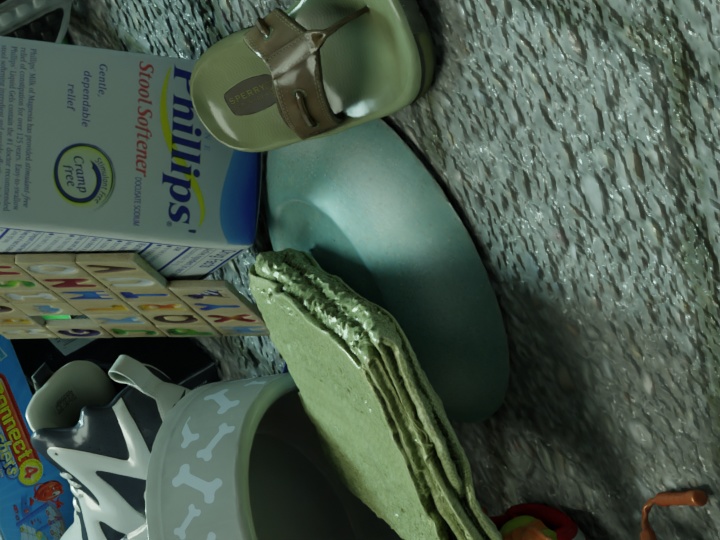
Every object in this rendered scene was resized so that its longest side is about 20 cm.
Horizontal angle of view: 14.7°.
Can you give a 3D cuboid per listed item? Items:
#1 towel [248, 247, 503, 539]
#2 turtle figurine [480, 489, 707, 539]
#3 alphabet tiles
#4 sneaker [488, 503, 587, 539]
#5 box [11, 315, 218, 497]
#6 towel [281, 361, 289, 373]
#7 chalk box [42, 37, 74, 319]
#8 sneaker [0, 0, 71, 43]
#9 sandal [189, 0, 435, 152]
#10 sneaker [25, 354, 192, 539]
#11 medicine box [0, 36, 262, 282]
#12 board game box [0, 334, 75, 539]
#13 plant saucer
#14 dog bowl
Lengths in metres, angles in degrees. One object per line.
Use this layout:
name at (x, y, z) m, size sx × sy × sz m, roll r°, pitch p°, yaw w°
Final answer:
towel at (0.007, 0.069, 1.388) m, size 0.149 × 0.036 × 0.200 m, roll 67°, pitch 166°, yaw -20°
turtle figurine at (0.098, 0.184, 1.346) m, size 0.200 × 0.064 × 0.162 m, roll -21°, pitch 80°, yaw 43°
alphabet tiles at (-0.147, 0.016, 1.556) m, size 0.200 × 0.167 × 0.008 m, roll 50°, pitch -139°, yaw -74°
sneaker at (0.088, 0.188, 1.476) m, size 0.116 × 0.078 × 0.200 m, roll 62°, pitch 146°, yaw 16°
box at (-0.182, 0.094, 1.846) m, size 0.200 × 0.104 × 0.182 m, roll 41°, pitch 149°, yaw 37°
towel at (-0.057, 0.162, 1.609) m, size 0.024 × 0.200 × 0.147 m, roll 13°, pitch 144°, yaw 4°
chalk box at (-0.222, -0.059, 1.724) m, size 0.200 × 0.124 × 0.124 m, roll 63°, pitch 156°, yaw -11°
sneaker at (-0.226, -0.214, 1.628) m, size 0.081 × 0.075 × 0.200 m, roll -142°, pitch 30°, yaw -68°
sandal at (-0.030, -0.095, 1.353) m, size 0.201 × 0.057 × 0.080 m, roll -28°, pitch 92°, yaw 54°
sneaker at (-0.158, 0.111, 1.672) m, size 0.130 × 0.080 × 0.199 m, roll 41°, pitch 143°, yaw -11°
medicine box at (-0.174, -0.050, 1.515) m, size 0.182 × 0.200 × 0.103 m, roll 150°, pitch 123°, yaw -67°
board game box at (-0.262, 0.112, 1.827) m, size 0.200 × 0.056 × 0.196 m, roll 22°, pitch 137°, yaw 55°
plant saucer at (0.000, 0.000, 1.450) m, size 0.201 × 0.039 × 0.201 m, roll 46°, pitch 154°, yaw 31°
dog bowl at (-0.026, 0.145, 1.502) m, size 0.059 × 0.200 × 0.200 m, roll -25°, pitch 96°, yaw 33°
